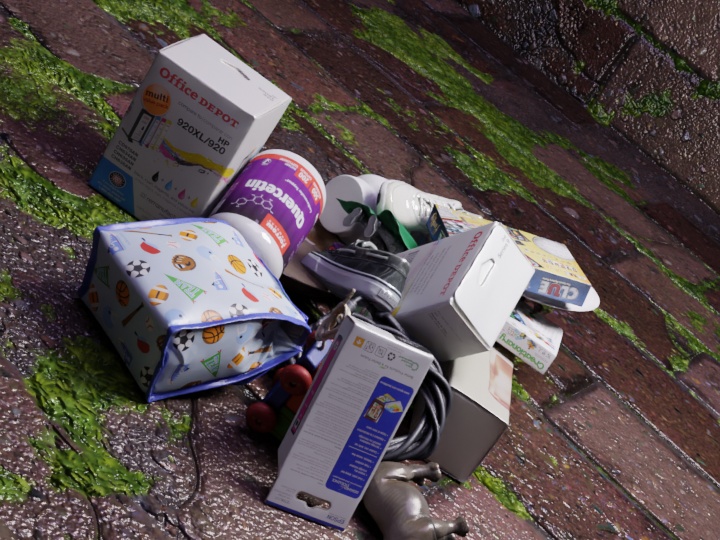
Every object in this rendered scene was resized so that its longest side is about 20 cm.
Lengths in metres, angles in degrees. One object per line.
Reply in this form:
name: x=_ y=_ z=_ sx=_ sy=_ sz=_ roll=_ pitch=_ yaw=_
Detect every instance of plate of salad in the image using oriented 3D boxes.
plate of salad: x=0.232 y=0.013 z=1.743 sx=0.199 sy=0.048 sz=0.200 roll=19 pitch=21 yaw=-8

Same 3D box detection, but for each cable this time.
cable: x=0.010 y=0.130 z=1.408 sx=0.163 sy=0.051 sz=0.200 roll=-31 pitch=75 yaw=-30

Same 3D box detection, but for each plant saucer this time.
plant saucer: x=-0.094 y=-0.027 z=1.680 sx=0.199 sy=0.032 sz=0.201 roll=30 pitch=24 yaw=-14

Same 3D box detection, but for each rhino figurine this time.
rhino figurine: x=0.061 y=0.268 z=1.281 sx=0.087 sy=0.060 sz=0.201 roll=-2 pitch=40 yaw=-25

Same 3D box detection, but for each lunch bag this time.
lunch bag: x=-0.169 y=0.035 z=1.336 sx=0.199 sy=0.124 sz=0.170 roll=-12 pitch=50 yaw=-41

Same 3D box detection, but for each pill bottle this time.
pill bottle: x=0.032 y=-0.075 z=1.817 sx=0.199 sy=0.109 sz=0.109 roll=15 pitch=29 yaw=-51
pill bottle: x=-0.125 y=-0.051 z=1.534 sx=0.112 sy=0.113 sz=0.201 roll=33 pitch=46 yaw=-3

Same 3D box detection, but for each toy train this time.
toy train: x=-0.020 y=0.118 z=1.291 sx=0.116 sy=0.200 sz=0.085 roll=41 pitch=36 yaw=-2

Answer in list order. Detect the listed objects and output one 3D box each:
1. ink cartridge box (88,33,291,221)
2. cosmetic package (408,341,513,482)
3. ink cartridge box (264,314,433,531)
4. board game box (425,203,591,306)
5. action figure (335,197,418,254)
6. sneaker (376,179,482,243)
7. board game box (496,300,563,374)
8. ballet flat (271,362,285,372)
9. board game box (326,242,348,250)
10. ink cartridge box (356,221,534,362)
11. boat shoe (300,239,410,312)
ink cartridge box: x=-0.210 y=-0.164 z=1.572 sx=0.147 sy=0.201 sz=0.145 roll=34 pitch=23 yaw=1
cosmetic package: x=0.125 y=0.152 z=1.540 sx=0.087 sy=0.104 sz=0.200 roll=33 pitch=24 yaw=-4
ink cartridge box: x=-0.014 y=0.151 z=1.251 sx=0.094 sy=0.201 sz=0.037 roll=24 pitch=6 yaw=-22
board game box: x=0.192 y=-0.021 z=1.670 sx=0.198 sy=0.035 sz=0.136 roll=17 pitch=21 yaw=-14
action figure: x=0.052 y=-0.023 z=1.689 sx=0.118 sy=0.055 sz=0.200 roll=31 pitch=-6 yaw=42
sneaker: x=0.096 y=-0.080 z=1.749 sx=0.081 sy=0.076 sz=0.199 roll=-2 pitch=-13 yaw=38
board game box: x=0.203 y=0.070 z=1.665 sx=0.126 sy=0.035 sz=0.200 roll=36 pitch=12 yaw=6
ballet flat: x=-0.041 y=0.113 z=1.479 sx=0.199 sy=0.057 sz=0.067 roll=18 pitch=67 yaw=-29
board game box: x=0.039 y=0.026 z=1.711 sx=0.120 sy=0.032 sz=0.199 roll=52 pitch=21 yaw=25
ink cartridge box: x=0.091 y=0.037 z=1.526 sx=0.088 sy=0.199 sz=0.146 roll=48 pitch=50 yaw=-18
boat shoe: x=0.000 y=0.000 z=1.541 sx=0.072 sy=0.071 sz=0.200 roll=42 pitch=-13 yaw=-33
